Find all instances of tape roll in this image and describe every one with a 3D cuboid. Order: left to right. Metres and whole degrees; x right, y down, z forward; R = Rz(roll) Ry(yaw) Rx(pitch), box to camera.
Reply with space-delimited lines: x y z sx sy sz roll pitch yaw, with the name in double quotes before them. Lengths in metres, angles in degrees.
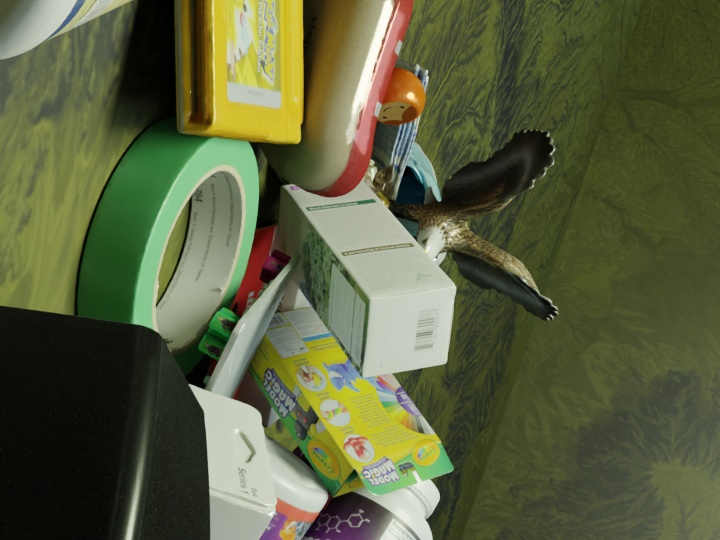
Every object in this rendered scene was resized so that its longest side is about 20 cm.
"tape roll" -0.140 -0.014 1.029 0.200 0.048 0.201 17 90 -75

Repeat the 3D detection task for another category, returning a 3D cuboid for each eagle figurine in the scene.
"eagle figurine" 0.094 -0.037 1.225 0.152 0.200 0.151 59 39 -47

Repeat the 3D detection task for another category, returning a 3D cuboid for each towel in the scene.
"towel" 0.015 -0.120 1.382 0.147 0.024 0.200 -134 -124 -66

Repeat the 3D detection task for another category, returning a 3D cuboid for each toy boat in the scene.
"toy boat" 0.000 -0.156 1.152 0.131 0.130 0.200 19 89 -36

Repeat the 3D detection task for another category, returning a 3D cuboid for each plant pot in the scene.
"plant pot" -0.184 0.129 0.782 0.200 0.200 0.178 76 25 -62

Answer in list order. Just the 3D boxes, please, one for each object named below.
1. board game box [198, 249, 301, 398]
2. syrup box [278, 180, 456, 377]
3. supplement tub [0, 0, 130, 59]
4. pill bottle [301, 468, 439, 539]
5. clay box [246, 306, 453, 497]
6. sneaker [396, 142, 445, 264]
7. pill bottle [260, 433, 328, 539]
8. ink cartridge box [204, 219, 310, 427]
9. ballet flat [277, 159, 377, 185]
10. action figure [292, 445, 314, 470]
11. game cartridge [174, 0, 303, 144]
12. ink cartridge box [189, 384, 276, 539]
"board game box" -0.120 0.091 1.114 0.200 0.026 0.200 -63 178 19
"syrup box" 0.000 0.000 1.163 0.200 0.081 0.079 -127 -145 -51
"supplement tub" -0.144 -0.190 0.640 0.200 0.144 0.145 -48 151 -57
"pill bottle" -0.010 0.267 1.234 0.200 0.112 0.113 -56 158 -28
"clay box" -0.015 0.121 1.225 0.115 0.200 0.048 -9 145 -45
"sneaker" 0.048 -0.097 1.418 0.082 0.074 0.200 84 -11 -48
"pill bottle" -0.126 0.241 1.176 0.200 0.111 0.111 -55 166 5
"ink cartridge box" -0.085 0.052 1.299 0.176 0.045 0.200 -29 134 -70
"ballet flat" -0.021 -0.091 1.307 0.200 0.067 0.067 17 66 -74
"action figure" -0.057 0.218 1.312 0.149 0.134 0.200 47 59 -21
"game cartridge" -0.082 -0.183 0.992 0.200 0.032 0.177 -11 101 -72
"ink cartridge box" -0.146 0.195 0.965 0.200 0.084 0.146 -61 -160 16
